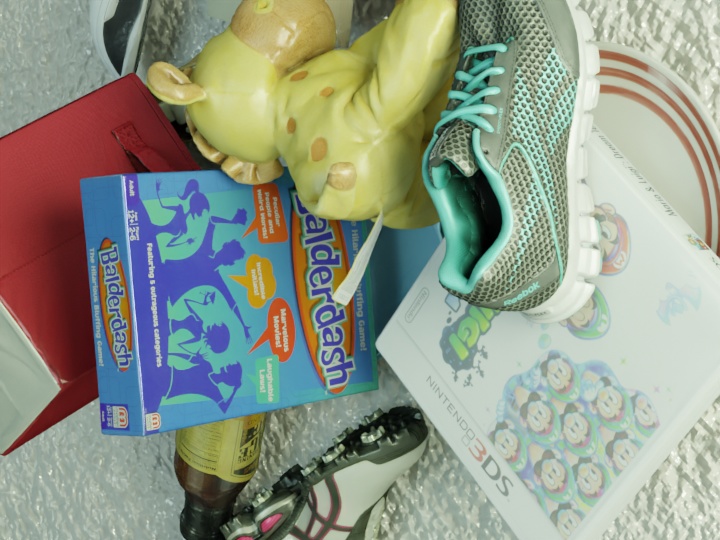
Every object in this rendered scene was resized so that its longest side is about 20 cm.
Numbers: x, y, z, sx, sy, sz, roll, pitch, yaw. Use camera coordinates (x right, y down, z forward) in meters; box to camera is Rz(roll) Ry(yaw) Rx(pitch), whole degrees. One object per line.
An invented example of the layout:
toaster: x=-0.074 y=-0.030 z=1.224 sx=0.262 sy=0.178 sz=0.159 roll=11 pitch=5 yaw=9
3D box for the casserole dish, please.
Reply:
casserole dish: x=0.000 y=0.000 z=1.087 sx=0.200 sy=0.039 sz=0.121 roll=-46 pitch=64 yaw=38

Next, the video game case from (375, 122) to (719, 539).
video game case: x=0.106 y=0.035 z=0.875 sx=0.182 sy=0.024 sz=0.200 roll=53 pitch=127 yaw=30

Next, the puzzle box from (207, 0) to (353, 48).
puzzle box: x=-0.053 y=-0.224 z=1.074 sx=0.200 sy=0.025 sz=0.133 roll=30 pitch=116 yaw=61

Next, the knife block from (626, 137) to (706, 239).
knife block: x=0.176 y=0.021 z=0.902 sx=0.200 sy=0.064 sz=0.176 roll=35 pitch=119 yaw=36

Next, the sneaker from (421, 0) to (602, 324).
sneaker: x=0.071 y=-0.072 z=0.821 sx=0.078 sy=0.091 sz=0.200 roll=-11 pitch=84 yaw=44

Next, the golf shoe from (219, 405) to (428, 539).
golf shoe: x=-0.008 y=0.160 z=1.103 sx=0.088 sy=0.077 sz=0.200 roll=52 pitch=132 yaw=2

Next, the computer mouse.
computer mouse: x=-0.171 y=-0.232 z=1.190 sx=0.110 sy=0.044 sz=0.200 roll=-93 pitch=17 yaw=-64

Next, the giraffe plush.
giraffe plush: x=-0.025 y=-0.100 z=0.944 sx=0.162 sy=0.173 sz=0.200 roll=28 pitch=73 yaw=23

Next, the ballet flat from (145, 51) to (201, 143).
ballet flat: x=-0.128 y=-0.116 z=1.176 sx=0.200 sy=0.063 sz=0.069 roll=-17 pitch=105 yaw=46

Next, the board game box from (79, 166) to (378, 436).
board game box: x=-0.075 y=0.012 z=0.997 sx=0.045 sy=0.200 sz=0.152 roll=-3 pitch=93 yaw=43

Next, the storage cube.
storage cube: x=-0.208 y=0.000 z=1.137 sx=0.171 sy=0.180 sz=0.200 roll=55 pitch=146 yaw=3

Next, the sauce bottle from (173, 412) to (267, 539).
sauce bottle: x=-0.102 y=0.120 z=1.162 sx=0.066 sy=0.066 sz=0.200 roll=44 pitch=141 yaw=31

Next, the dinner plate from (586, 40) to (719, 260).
dinner plate: x=0.127 y=-0.024 z=0.882 sx=0.200 sy=0.024 sz=0.200 roll=3 pitch=94 yaw=45
